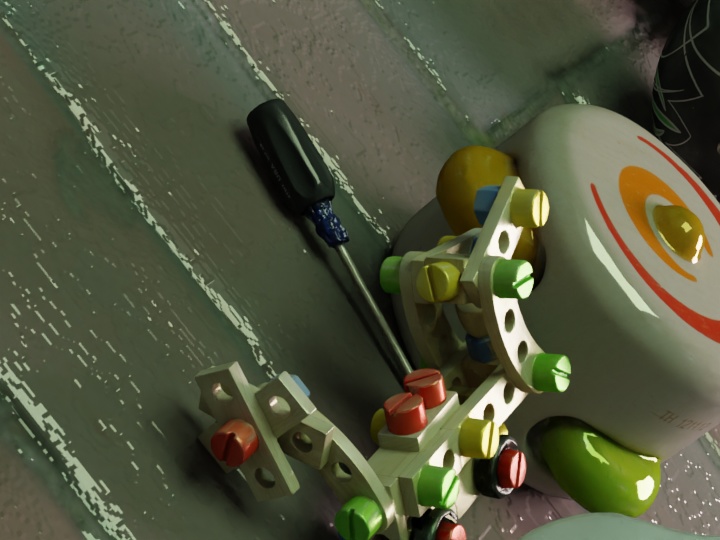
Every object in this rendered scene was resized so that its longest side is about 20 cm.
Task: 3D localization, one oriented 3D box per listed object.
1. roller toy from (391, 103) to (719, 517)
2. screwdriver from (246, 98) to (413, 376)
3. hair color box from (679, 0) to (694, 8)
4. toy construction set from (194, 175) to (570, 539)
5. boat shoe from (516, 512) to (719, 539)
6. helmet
[{"bbox_3d":[0.119,0.011,1.065,0.200,0.140,0.182,51,29,0],"label":"roller toy"},{"bbox_3d":[0.000,0.000,1.028,0.200,0.029,0.028,57,31,11],"label":"screwdriver"},{"bbox_3d":[0.284,-0.250,1.532,0.099,0.061,0.200,47,-12,-7],"label":"hair color box"},{"bbox_3d":[0.021,0.054,0.910,0.200,0.092,0.131,-31,121,-37],"label":"toy construction set"},{"bbox_3d":[0.152,0.164,1.016,0.202,0.086,0.075,-2,59,-20],"label":"boat shoe"},{"bbox_3d":[0.292,-0.117,1.389,0.190,0.200,0.200,-1,43,1],"label":"helmet"}]
